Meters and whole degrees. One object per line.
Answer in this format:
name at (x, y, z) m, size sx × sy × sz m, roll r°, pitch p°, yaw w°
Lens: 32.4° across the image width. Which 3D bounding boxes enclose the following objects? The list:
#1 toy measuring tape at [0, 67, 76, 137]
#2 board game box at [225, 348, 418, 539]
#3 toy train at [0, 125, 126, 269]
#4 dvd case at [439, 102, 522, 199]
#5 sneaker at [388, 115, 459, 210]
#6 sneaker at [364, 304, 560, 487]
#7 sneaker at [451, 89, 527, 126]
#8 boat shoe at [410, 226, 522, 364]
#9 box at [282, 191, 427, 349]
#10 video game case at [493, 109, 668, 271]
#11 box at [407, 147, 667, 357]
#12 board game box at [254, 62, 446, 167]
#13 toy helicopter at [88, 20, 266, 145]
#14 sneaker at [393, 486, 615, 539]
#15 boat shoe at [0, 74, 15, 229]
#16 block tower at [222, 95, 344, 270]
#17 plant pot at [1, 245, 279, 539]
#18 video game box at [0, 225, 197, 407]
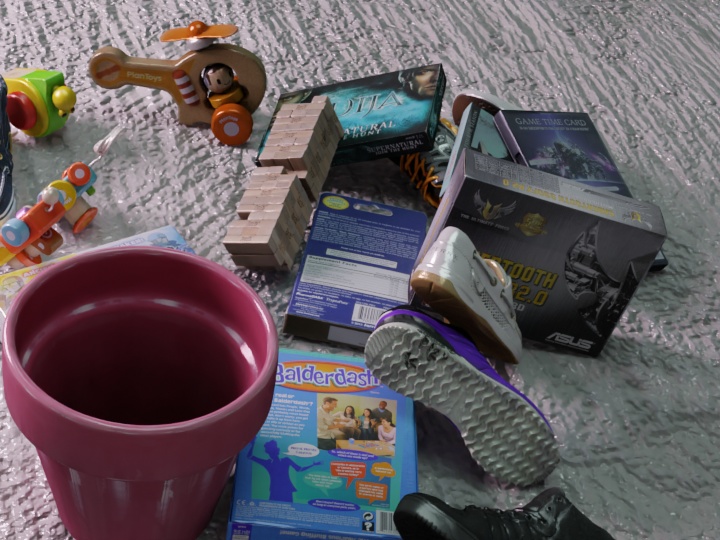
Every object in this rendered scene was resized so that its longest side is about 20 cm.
toy measuring tape at (-0.379, -0.185, 1.366) m, size 0.198 × 0.074 × 0.073 m, roll 9°, pitch 32°, yaw 37°
board game box at (-0.028, 0.151, 1.024) m, size 0.150 × 0.045 × 0.201 m, roll 7°, pitch 39°, yaw -4°
toy train at (-0.282, -0.053, 1.166) m, size 0.056 × 0.150 × 0.200 m, roll 50°, pitch 35°, yaw -12°
dvd case at (0.179, -0.075, 1.294) m, size 0.199 × 0.022 × 0.147 m, roll 32°, pitch 44°, yaw -11°
sneaker at (0.088, -0.108, 1.347) m, size 0.199 × 0.079 × 0.077 m, roll 32°, pitch 48°, yaw 24°
sneaker at (0.094, 0.096, 1.064) m, size 0.200 × 0.070 × 0.100 m, roll 41°, pitch 19°, yaw -9°
sneaker at (0.196, -0.146, 1.431) m, size 0.199 × 0.073 × 0.084 m, roll 38°, pitch 37°, yaw 18°
boat shoe at (0.109, 0.024, 1.099) m, size 0.070 × 0.200 × 0.070 m, roll 18°, pitch 74°, yaw 28°
box at (0.000, 0.000, 1.227) m, size 0.119 × 0.033 × 0.201 m, roll 12°, pitch 40°, yaw 1°
video game case at (0.234, -0.085, 1.314) m, size 0.142 × 0.019 × 0.202 m, roll -4°, pitch 60°, yaw -39°
box at (0.161, -0.013, 1.155) m, size 0.198 × 0.159 × 0.049 m, roll 16°, pitch 38°, yaw -9°
board game box at (-0.009, -0.166, 1.362) m, size 0.197 × 0.028 × 0.136 m, roll -8°, pitch 39°, yaw 19°
toy helicopter at (-0.202, -0.223, 1.377) m, size 0.197 × 0.133 × 0.079 m, roll 7°, pitch 38°, yaw -4°
sneaker at (0.122, 0.204, 0.946) m, size 0.199 × 0.060 × 0.105 m, roll 38°, pitch 57°, yaw -8°
boat shoe at (-0.386, -0.123, 1.245) m, size 0.070 × 0.092 × 0.201 m, roll -3°, pitch 41°, yaw -16°
block tower at (-0.076, -0.087, 1.253) m, size 0.057 × 0.054 × 0.201 m, roll 1°, pitch 51°, yaw 26°
plant pot at (-0.166, 0.111, 0.935) m, size 0.197 × 0.181 × 0.201 m, roll 6°, pitch 38°, yaw -4°
video game box at (-0.213, 0.049, 1.110) m, size 0.198 × 0.047 × 0.182 m, roll -18°, pitch 48°, yaw -31°
